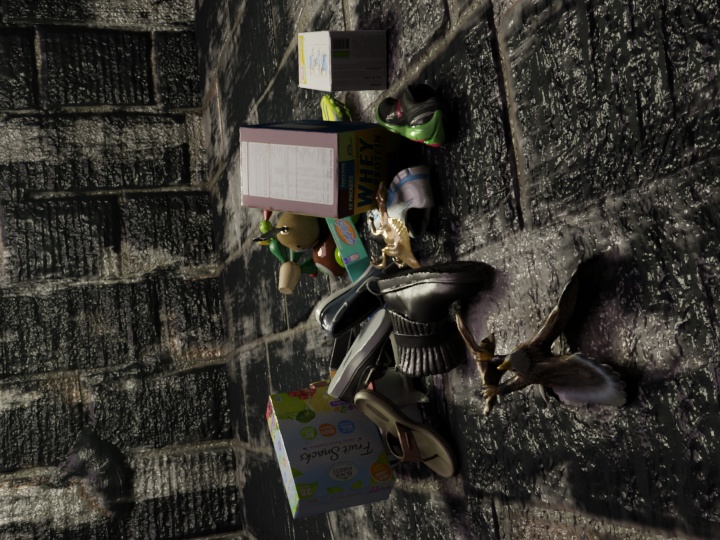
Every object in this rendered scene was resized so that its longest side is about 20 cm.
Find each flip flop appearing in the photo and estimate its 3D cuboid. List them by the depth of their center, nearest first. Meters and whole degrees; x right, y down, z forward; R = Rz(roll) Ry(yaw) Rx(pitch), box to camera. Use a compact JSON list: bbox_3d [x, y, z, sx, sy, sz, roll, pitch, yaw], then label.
[{"bbox_3d":[0.066,0.265,1.347,0.199,0.058,0.081,37,142,8],"label":"flip flop"}]

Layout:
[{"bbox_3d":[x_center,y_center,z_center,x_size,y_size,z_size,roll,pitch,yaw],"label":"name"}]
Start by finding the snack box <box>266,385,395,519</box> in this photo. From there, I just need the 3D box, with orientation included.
[{"bbox_3d":[-0.052,0.292,1.407,0.068,0.166,0.201,105,151,-46],"label":"snack box"}]

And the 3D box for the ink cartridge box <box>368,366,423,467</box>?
[{"bbox_3d":[0.037,0.271,1.523,0.200,0.082,0.148,127,134,-63],"label":"ink cartridge box"}]

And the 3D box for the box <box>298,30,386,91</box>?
[{"bbox_3d":[-0.036,-0.383,1.553,0.200,0.111,0.103,-146,53,-65],"label":"box"}]

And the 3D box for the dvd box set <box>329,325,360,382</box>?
[{"bbox_3d":[-0.027,0.155,1.611,0.201,0.029,0.148,87,-166,-64],"label":"dvd box set"}]

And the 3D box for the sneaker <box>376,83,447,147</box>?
[{"bbox_3d":[0.087,-0.244,1.309,0.200,0.076,0.085,38,112,61],"label":"sneaker"}]

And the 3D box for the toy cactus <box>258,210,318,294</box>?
[{"bbox_3d":[-0.150,-0.029,1.826,0.101,0.200,0.167,-11,53,36],"label":"toy cactus"}]

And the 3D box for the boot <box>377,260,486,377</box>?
[{"bbox_3d":[0.118,0.073,1.240,0.210,0.079,0.160,-10,96,55],"label":"boot"}]

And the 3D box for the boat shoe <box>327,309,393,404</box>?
[{"bbox_3d":[0.015,0.143,1.379,0.201,0.063,0.071,-58,9,38],"label":"boat shoe"}]

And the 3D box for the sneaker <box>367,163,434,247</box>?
[{"bbox_3d":[0.068,-0.080,1.379,0.201,0.074,0.088,117,138,-57],"label":"sneaker"}]

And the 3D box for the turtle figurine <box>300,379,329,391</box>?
[{"bbox_3d":[-0.066,0.292,1.567,0.200,0.064,0.163,127,124,-65],"label":"turtle figurine"}]

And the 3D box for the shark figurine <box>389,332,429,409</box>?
[{"bbox_3d":[0.060,0.123,1.424,0.128,0.088,0.218,-135,46,-64],"label":"shark figurine"}]

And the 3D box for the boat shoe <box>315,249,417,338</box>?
[{"bbox_3d":[0.019,0.037,1.394,0.062,0.199,0.075,45,164,48],"label":"boat shoe"}]

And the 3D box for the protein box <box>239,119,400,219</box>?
[{"bbox_3d":[-0.065,-0.177,1.432,0.198,0.198,0.137,9,107,31],"label":"protein box"}]

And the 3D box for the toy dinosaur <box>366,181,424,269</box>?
[{"bbox_3d":[0.059,-0.035,1.317,0.201,0.058,0.101,58,150,11],"label":"toy dinosaur"}]

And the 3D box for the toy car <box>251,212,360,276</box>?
[{"bbox_3d":[-0.114,-0.064,1.716,0.164,0.197,0.160,167,98,-71],"label":"toy car"}]

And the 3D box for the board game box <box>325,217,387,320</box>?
[{"bbox_3d":[0.000,0.000,1.510,0.201,0.045,0.153,67,180,-46],"label":"board game box"}]

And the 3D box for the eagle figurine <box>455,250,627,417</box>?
[{"bbox_3d":[0.210,0.092,0.959,0.199,0.151,0.152,-32,104,37],"label":"eagle figurine"}]

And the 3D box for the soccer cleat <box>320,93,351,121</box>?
[{"bbox_3d":[-0.047,-0.273,1.652,0.084,0.064,0.201,-50,41,22],"label":"soccer cleat"}]
